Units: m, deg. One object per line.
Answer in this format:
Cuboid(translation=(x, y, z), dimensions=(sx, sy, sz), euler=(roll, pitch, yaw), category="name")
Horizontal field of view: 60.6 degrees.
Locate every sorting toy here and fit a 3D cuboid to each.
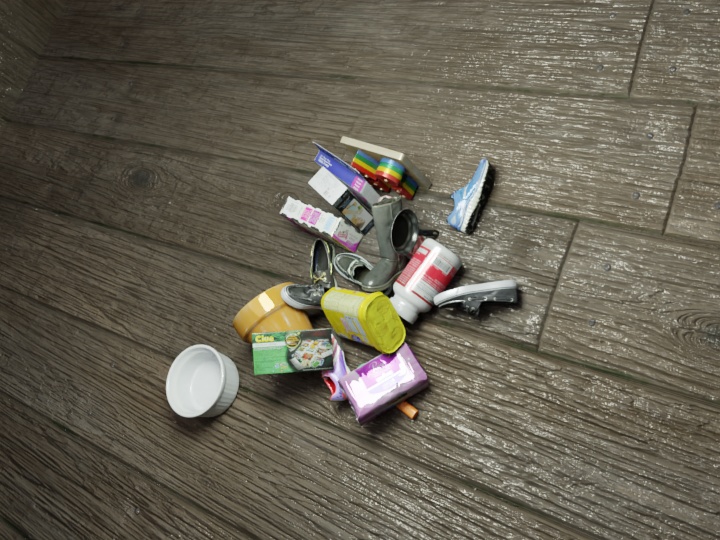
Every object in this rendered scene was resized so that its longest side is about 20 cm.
Cuboid(translation=(0.060, -0.265, 1.647), dimensions=(0.199, 0.199, 0.070), euler=(23, 87, 32), category="sorting toy")

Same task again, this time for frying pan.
Cuboid(translation=(0.129, -0.111, 1.549), dimensions=(0.031, 0.190, 0.116), euler=(10, 121, 39), category="frying pan")

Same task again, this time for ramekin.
Cuboid(translation=(-0.440, 0.318, 1.741), dimensions=(0.199, 0.098, 0.202), euler=(-10, 67, 24), category="ramekin")

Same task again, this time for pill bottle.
Cuboid(translation=(0.154, 0.030, 1.539), dimensions=(0.112, 0.112, 0.200), euler=(35, 89, 32), category="pill bottle")

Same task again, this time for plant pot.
Cuboid(translation=(-0.207, 0.165, 1.638), dimensions=(0.200, 0.200, 0.184), euler=(-39, 74, 9), category="plant pot")

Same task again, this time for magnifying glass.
Cuboid(translation=(0.062, 0.302, 1.537), dimensions=(0.200, 0.022, 0.080), euler=(33, 88, 31), category="magnifying glass")

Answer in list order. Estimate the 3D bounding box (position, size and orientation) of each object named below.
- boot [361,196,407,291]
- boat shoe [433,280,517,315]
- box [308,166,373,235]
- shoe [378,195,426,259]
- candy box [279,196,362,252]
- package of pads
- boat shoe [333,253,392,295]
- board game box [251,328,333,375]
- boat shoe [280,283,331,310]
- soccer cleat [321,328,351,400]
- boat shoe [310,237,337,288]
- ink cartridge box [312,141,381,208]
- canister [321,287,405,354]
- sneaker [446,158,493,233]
Cuboid(translation=(0.055, -0.067, 1.536), dimensions=(0.072, 0.182, 0.201), euler=(14, 122, 33), category="boot")
Cuboid(translation=(0.277, 0.074, 1.468), dimensions=(0.199, 0.070, 0.067), euler=(-9, 72, 3), category="boat shoe")
Cuboid(translation=(-0.044, -0.186, 1.669), dimensions=(0.060, 0.200, 0.117), euler=(-47, 56, 2), category="box")
Cuboid(translation=(0.111, -0.110, 1.625), dimensions=(0.071, 0.091, 0.201), euler=(-36, 59, 11), category="shoe")
Cuboid(translation=(-0.109, -0.128, 1.718), dimensions=(0.199, 0.136, 0.061), euler=(24, 84, 32), category="candy box")
Cuboid(translation=(0.054, 0.271, 1.492), dimensions=(0.199, 0.076, 0.121), euler=(-30, 59, -6), category="package of pads")
Cuboid(translation=(0.000, 0.000, 1.652), dimensions=(0.199, 0.071, 0.072), euler=(28, 85, 32), category="boat shoe")
Cuboid(translation=(-0.169, 0.203, 1.544), dimensions=(0.199, 0.023, 0.106), euler=(-3, 90, -3), category="board game box")
Cuboid(translation=(-0.108, 0.066, 1.607), dimensions=(0.066, 0.199, 0.070), euler=(-49, 37, 36), category="boat shoe")
Cuboid(translation=(-0.074, 0.241, 1.589), dimensions=(0.073, 0.068, 0.201), euler=(-11, 62, -24), category="soccer cleat")
Cuboid(translation=(-0.108, 0.009, 1.710), dimensions=(0.071, 0.061, 0.202), euler=(-12, 66, 23), category="boat shoe")
Cuboid(translation=(-0.036, -0.250, 1.689), dimensions=(0.196, 0.200, 0.043), euler=(39, 91, 33), category="ink cartridge box")
Cuboid(translation=(0.002, 0.117, 1.530), dimensions=(0.086, 0.149, 0.200), euler=(-41, 27, -26), category="canister")
Cuboid(translation=(0.277, -0.200, 1.583), dimensions=(0.089, 0.079, 0.201), euler=(22, 82, 29), category="sneaker")
